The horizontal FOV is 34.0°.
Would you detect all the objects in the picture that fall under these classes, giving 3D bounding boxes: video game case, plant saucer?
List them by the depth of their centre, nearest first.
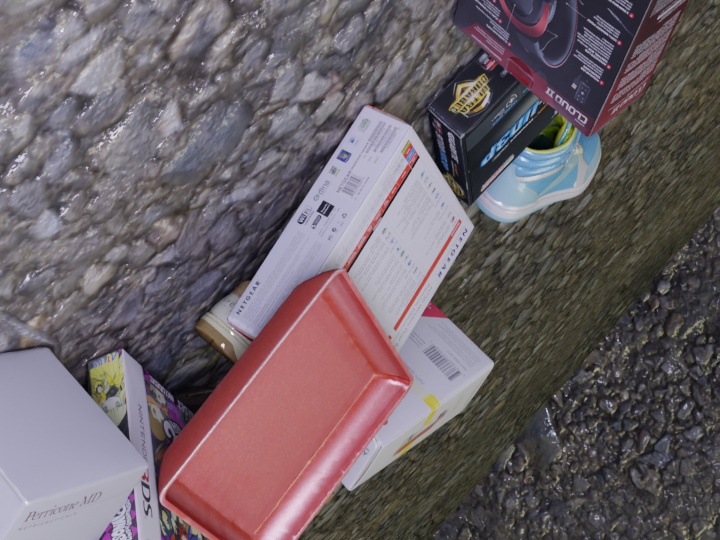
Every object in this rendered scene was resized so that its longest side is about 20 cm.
[{"bbox_3d":[-0.133,0.182,0.873,0.035,0.183,0.201,-22,142,11],"label":"video game case"},{"bbox_3d":[-0.055,0.113,0.878,0.201,0.036,0.200,-51,148,-12],"label":"plant saucer"}]

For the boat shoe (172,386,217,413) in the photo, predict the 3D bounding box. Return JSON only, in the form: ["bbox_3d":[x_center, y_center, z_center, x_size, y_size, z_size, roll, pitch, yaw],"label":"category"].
[{"bbox_3d":[-0.143,0.135,1.015,0.198,0.065,0.074,2,125,-43],"label":"boat shoe"}]

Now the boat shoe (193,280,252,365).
[{"bbox_3d":[-0.075,0.063,1.002,0.067,0.074,0.200,-50,162,-6],"label":"boat shoe"}]

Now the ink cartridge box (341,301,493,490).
[{"bbox_3d":[0.018,0.108,1.197,0.199,0.145,0.084,-27,155,-46],"label":"ink cartridge box"}]

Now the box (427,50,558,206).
[{"bbox_3d":[0.147,-0.169,1.074,0.200,0.046,0.159,-45,162,-8],"label":"box"}]

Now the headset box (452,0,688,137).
[{"bbox_3d":[0.155,-0.207,0.848,0.075,0.149,0.201,-36,158,-28],"label":"headset box"}]

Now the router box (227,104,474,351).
[{"bbox_3d":[0.000,0.000,0.953,0.201,0.048,0.180,-57,149,-10],"label":"router box"}]

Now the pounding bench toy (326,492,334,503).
[{"bbox_3d":[-0.133,0.214,1.102,0.156,0.124,0.200,-49,162,6],"label":"pounding bench toy"}]

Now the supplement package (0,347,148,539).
[{"bbox_3d":[-0.250,0.164,0.746,0.201,0.117,0.116,-54,159,20],"label":"supplement package"}]

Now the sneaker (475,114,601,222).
[{"bbox_3d":[0.212,-0.136,1.241,0.199,0.079,0.131,-33,159,-39],"label":"sneaker"}]
